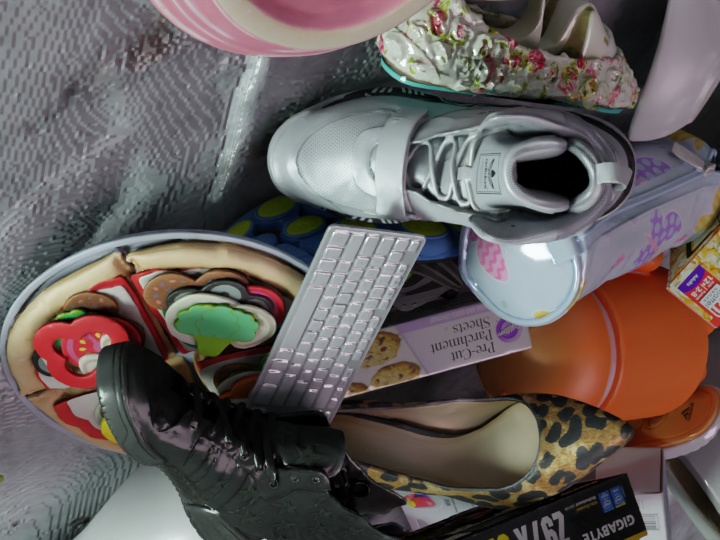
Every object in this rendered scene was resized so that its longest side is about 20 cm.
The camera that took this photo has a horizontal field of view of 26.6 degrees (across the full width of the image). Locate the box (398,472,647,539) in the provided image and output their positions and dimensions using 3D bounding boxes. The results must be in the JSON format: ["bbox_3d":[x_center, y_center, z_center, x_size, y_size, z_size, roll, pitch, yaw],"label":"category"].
[{"bbox_3d":[0.066,0.192,1.009,0.200,0.049,0.160,-14,172,-38],"label":"box"}]

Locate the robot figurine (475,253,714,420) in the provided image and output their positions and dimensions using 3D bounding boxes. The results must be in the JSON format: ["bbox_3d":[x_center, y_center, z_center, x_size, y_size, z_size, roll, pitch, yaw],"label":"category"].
[{"bbox_3d":[0.163,0.050,1.070,0.200,0.117,0.144,-4,146,-39],"label":"robot figurine"}]

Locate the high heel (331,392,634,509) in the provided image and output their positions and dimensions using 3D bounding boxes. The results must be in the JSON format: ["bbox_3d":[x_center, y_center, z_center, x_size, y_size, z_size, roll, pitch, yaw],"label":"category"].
[{"bbox_3d":[0.056,0.106,0.946,0.200,0.071,0.143,-12,159,30],"label":"high heel"}]

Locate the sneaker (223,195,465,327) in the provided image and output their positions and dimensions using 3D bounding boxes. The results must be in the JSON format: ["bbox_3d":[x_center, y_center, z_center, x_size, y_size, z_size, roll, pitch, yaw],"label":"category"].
[{"bbox_3d":[0.000,0.000,0.906,0.200,0.071,0.083,-4,129,-42],"label":"sneaker"}]

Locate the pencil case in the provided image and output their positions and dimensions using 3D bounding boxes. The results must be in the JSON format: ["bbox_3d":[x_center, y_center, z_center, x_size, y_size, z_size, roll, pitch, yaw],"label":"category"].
[{"bbox_3d":[0.146,-0.031,0.933,0.200,0.091,0.083,-24,105,-47],"label":"pencil case"}]

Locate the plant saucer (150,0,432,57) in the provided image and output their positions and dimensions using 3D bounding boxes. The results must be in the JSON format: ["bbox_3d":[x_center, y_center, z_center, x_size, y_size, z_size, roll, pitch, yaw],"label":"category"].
[{"bbox_3d":[-0.012,-0.176,0.689,0.200,0.051,0.201,-19,139,-18],"label":"plant saucer"}]

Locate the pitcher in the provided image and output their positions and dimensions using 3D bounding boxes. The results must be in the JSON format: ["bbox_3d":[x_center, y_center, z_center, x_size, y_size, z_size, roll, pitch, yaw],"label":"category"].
[{"bbox_3d":[-0.116,0.183,1.007,0.200,0.121,0.172,-30,168,9],"label":"pitcher"}]

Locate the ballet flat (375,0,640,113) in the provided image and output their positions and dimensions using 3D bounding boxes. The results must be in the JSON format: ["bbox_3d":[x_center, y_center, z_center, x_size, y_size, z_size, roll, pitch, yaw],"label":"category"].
[{"bbox_3d":[0.096,-0.126,0.840,0.200,0.076,0.064,-1,123,-44],"label":"ballet flat"}]

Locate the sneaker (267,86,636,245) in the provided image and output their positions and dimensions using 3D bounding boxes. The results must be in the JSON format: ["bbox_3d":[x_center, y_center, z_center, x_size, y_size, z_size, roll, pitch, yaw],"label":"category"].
[{"bbox_3d":[0.045,-0.056,0.786,0.200,0.075,0.115,4,-174,5],"label":"sneaker"}]

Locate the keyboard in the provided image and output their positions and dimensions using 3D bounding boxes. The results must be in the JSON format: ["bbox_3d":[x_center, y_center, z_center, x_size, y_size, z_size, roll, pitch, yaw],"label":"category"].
[{"bbox_3d":[-0.026,0.051,0.839,0.056,0.011,0.200,2,132,-30],"label":"keyboard"}]

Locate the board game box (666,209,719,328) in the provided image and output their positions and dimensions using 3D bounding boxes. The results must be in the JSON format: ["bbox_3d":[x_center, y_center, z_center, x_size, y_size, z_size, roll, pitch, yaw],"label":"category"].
[{"bbox_3d":[0.288,-0.070,1.021,0.200,0.046,0.152,-51,-178,22],"label":"board game box"}]

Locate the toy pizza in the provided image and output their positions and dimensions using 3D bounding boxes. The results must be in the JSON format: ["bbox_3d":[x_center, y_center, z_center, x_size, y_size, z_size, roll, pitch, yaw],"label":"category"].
[{"bbox_3d":[-0.101,0.054,0.853,0.200,0.032,0.200,-3,138,-3],"label":"toy pizza"}]

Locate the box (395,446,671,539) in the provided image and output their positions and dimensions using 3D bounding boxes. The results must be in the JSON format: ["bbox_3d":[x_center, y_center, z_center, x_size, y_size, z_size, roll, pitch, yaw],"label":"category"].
[{"bbox_3d":[0.137,0.184,1.176,0.200,0.041,0.156,-2,147,14],"label":"box"}]

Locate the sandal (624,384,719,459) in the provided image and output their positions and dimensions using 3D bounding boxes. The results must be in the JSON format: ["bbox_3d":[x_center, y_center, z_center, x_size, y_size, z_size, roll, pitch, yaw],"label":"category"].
[{"bbox_3d":[0.185,0.111,1.166,0.059,0.079,0.207,41,140,-23],"label":"sandal"}]

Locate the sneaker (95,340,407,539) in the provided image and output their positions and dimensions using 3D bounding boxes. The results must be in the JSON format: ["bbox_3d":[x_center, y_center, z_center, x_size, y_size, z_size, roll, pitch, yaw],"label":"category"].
[{"bbox_3d":[-0.055,0.097,0.829,0.104,0.060,0.200,-15,133,15],"label":"sneaker"}]

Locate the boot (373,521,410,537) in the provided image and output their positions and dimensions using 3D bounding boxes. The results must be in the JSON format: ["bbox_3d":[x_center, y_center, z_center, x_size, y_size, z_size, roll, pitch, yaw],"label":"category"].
[{"bbox_3d":[-0.025,0.217,1.127,0.097,0.075,0.200,-34,163,8],"label":"boot"}]

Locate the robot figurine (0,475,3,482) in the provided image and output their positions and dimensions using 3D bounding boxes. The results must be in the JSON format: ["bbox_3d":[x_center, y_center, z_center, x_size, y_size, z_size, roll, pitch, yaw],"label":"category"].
[{"bbox_3d":[-0.288,0.153,0.803,0.200,0.116,0.176,-5,129,-38],"label":"robot figurine"}]

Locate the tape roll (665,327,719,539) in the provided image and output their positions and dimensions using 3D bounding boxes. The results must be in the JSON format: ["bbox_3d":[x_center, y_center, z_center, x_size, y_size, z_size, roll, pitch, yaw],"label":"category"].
[{"bbox_3d":[0.327,0.144,1.246,0.139,0.203,0.203,-34,146,-3],"label":"tape roll"}]

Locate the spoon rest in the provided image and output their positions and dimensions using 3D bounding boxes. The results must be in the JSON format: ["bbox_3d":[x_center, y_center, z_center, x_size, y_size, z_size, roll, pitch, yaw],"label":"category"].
[{"bbox_3d":[0.205,-0.160,0.899,0.099,0.061,0.200,-46,166,-49],"label":"spoon rest"}]

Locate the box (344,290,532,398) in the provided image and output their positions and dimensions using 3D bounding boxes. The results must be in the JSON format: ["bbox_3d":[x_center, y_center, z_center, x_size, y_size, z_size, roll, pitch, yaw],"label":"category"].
[{"bbox_3d":[0.007,0.052,0.960,0.200,0.039,0.041,-13,100,-11],"label":"box"}]
